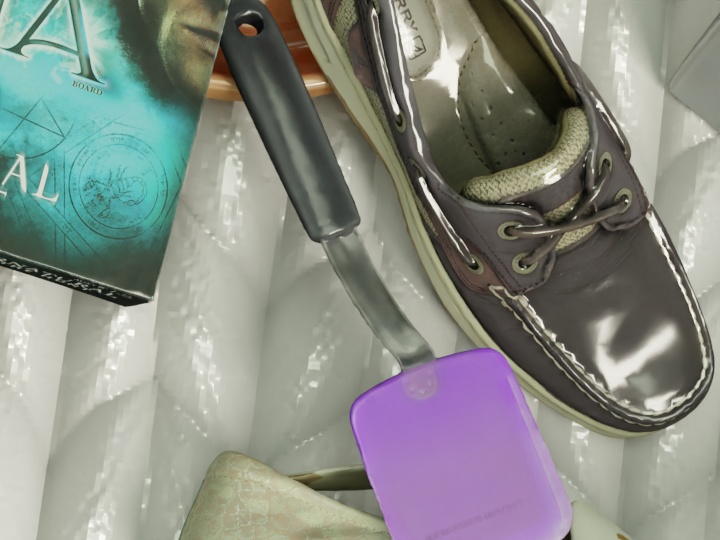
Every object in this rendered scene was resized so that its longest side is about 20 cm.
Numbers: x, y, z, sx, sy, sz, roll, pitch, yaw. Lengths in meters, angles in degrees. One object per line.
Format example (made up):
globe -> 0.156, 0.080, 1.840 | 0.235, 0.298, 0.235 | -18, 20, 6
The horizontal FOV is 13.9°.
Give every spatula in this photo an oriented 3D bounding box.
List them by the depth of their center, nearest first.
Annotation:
spatula -> 0.000, 0.000, 0.905 | 0.056, 0.021, 0.200 | -21, 69, -18

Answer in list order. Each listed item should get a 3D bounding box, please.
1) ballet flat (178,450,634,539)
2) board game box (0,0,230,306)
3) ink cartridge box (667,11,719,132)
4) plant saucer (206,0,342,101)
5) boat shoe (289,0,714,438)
ballet flat -> 0.043, 0.093, 0.911 | 0.200, 0.067, 0.062 | 11, 66, -6
board game box -> -0.139, -0.082, 0.881 | 0.200, 0.028, 0.136 | 18, 78, -23
ink cartridge box -> 0.225, -0.106, 0.941 | 0.145, 0.145, 0.200 | 39, 75, 2
plant saucer -> -0.037, -0.151, 0.972 | 0.200, 0.032, 0.201 | 2, 78, -8
boat shoe -> 0.048, -0.031, 0.922 | 0.072, 0.065, 0.200 | -34, 99, -11
